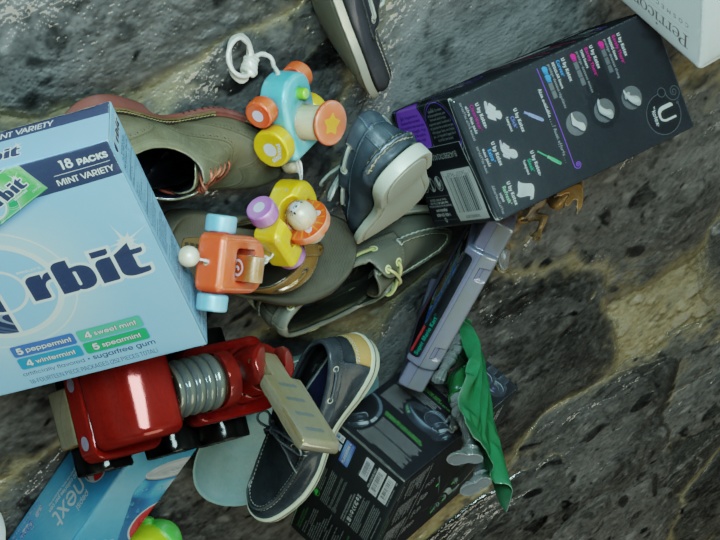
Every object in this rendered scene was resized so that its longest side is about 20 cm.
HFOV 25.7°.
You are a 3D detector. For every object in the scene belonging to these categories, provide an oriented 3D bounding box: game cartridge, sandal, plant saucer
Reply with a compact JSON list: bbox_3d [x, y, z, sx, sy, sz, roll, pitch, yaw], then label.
[{"bbox_3d":[0.090,0.001,1.414,0.200,0.038,0.130,-63,180,35],"label":"game cartridge"},{"bbox_3d":[-0.075,-0.017,1.262,0.200,0.082,0.055,9,169,-41],"label":"sandal"},{"bbox_3d":[-0.076,0.139,1.484,0.201,0.039,0.201,-25,143,-20],"label":"plant saucer"}]

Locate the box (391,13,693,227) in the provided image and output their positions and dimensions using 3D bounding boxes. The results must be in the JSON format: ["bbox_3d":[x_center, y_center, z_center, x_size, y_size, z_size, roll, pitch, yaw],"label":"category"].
[{"bbox_3d":[0.147,-0.122,1.287,0.200,0.106,0.122,-26,-171,-20],"label":"box"}]

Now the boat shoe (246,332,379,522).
[{"bbox_3d":[-0.056,0.138,1.405,0.062,0.075,0.200,12,117,-43],"label":"boat shoe"}]

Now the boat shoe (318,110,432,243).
[{"bbox_3d":[0.009,-0.072,1.249,0.075,0.062,0.200,-40,172,-7],"label":"boat shoe"}]

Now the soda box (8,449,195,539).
[{"bbox_3d":[-0.225,0.194,1.384,0.068,0.064,0.200,11,123,-49],"label":"soda box"}]

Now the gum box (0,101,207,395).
[{"bbox_3d":[-0.216,-0.008,1.085,0.169,0.045,0.200,-14,133,6],"label":"gum box"}]

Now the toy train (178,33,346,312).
[{"bbox_3d":[-0.062,-0.064,1.145,0.150,0.055,0.201,15,83,-63],"label":"toy train"}]

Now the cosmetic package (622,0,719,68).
[{"bbox_3d":[0.271,-0.299,1.188,0.165,0.165,0.200,-30,144,-13],"label":"cosmetic package"}]

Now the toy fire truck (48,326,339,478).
[{"bbox_3d":[-0.121,0.103,1.230,0.176,0.129,0.200,-10,172,-38],"label":"toy fire truck"}]

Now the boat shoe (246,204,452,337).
[{"bbox_3d":[0.000,0.002,1.375,0.201,0.060,0.072,-22,143,-24],"label":"boat shoe"}]

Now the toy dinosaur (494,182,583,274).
[{"bbox_3d":[0.176,-0.088,1.429,0.200,0.060,0.106,-47,-174,-11],"label":"toy dinosaur"}]

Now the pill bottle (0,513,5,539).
[{"bbox_3d":[-0.360,0.184,1.201,0.111,0.111,0.200,-41,147,2],"label":"pill bottle"}]

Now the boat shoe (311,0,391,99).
[{"bbox_3d":[-0.001,-0.202,1.128,0.063,0.073,0.200,-31,141,-6],"label":"boat shoe"}]

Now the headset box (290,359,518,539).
[{"bbox_3d":[0.047,0.178,1.545,0.200,0.093,0.174,-34,156,-40],"label":"headset box"}]

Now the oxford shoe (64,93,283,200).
[{"bbox_3d":[-0.125,-0.075,1.153,0.200,0.075,0.071,1,129,-44],"label":"oxford shoe"}]

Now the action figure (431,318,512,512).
[{"bbox_3d":[0.096,0.112,1.442,0.055,0.200,0.118,-13,127,9],"label":"action figure"}]

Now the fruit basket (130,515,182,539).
[{"bbox_3d":[-0.210,0.345,1.502,0.215,0.216,0.156,-34,146,-7],"label":"fruit basket"}]
